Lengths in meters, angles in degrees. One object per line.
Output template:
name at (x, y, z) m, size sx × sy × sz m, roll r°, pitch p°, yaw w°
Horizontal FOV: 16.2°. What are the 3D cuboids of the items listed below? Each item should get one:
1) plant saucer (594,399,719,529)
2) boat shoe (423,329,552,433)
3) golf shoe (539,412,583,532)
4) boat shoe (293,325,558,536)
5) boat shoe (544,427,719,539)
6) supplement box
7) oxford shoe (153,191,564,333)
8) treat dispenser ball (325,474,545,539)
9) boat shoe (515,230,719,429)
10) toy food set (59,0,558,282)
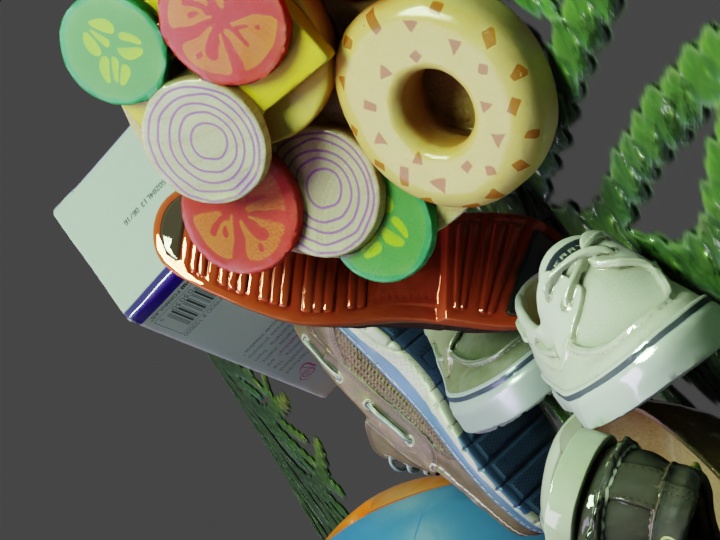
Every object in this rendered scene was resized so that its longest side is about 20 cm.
plant saucer at (0.176, 0.132, 1.126) m, size 0.200 × 0.035 × 0.200 m, roll 52°, pitch 166°, yaw 18°
boat shoe at (0.062, 0.038, 1.311) m, size 0.062 × 0.072 × 0.200 m, roll 56°, pitch 173°, yaw -7°
golf shoe at (0.116, 0.112, 1.283) m, size 0.097 × 0.078 × 0.200 m, roll 58°, pitch 171°, yaw 35°
boat shoe at (0.041, 0.077, 1.437) m, size 0.200 × 0.072 × 0.072 m, roll 50°, pitch 134°, yaw 9°
boat shoe at (0.130, 0.137, 1.069) m, size 0.061 × 0.072 × 0.201 m, roll 12°, pitch 153°, yaw 26°
supplement box at (-0.066, -0.012, 1.482) m, size 0.200 × 0.101 × 0.103 m, roll 27°, pitch -160°, yaw -52°
oxford shoe at (0.000, 0.000, 1.210) m, size 0.073 × 0.200 × 0.071 m, roll 95°, pitch -175°, yaw -80°
treat dispenser ball at (0.059, 0.223, 1.522) m, size 0.201 × 0.201 × 0.201 m, roll 55°, pitch 170°, yaw 15°
boat shoe at (0.102, 0.019, 1.076) m, size 0.070 × 0.071 × 0.200 m, roll 55°, pitch 177°, yaw -2°
toy food set at (-0.026, -0.085, 1.094) m, size 0.200 × 0.198 × 0.049 m, roll 48°, pitch -146°, yaw -8°
